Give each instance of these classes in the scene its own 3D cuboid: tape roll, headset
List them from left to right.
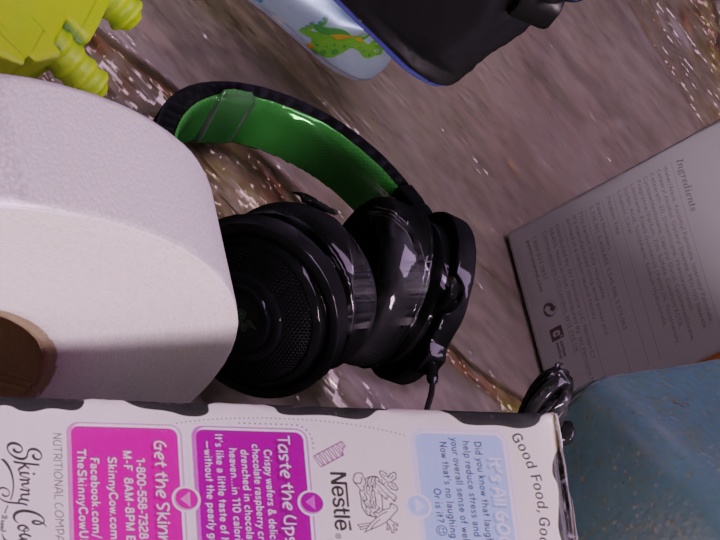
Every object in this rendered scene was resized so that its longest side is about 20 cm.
[{"bbox_3d":[-0.131,0.016,0.598,0.202,0.202,0.037,16,54,-49],"label":"tape roll"},{"bbox_3d":[0.000,0.000,0.871,0.123,0.094,0.200,-3,50,-45],"label":"headset"}]

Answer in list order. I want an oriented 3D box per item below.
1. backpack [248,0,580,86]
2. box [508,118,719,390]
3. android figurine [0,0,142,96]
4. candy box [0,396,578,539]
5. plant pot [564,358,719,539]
[{"bbox_3d":[0.006,-0.194,0.999,0.183,0.147,0.201,39,42,-30],"label":"backpack"},{"bbox_3d":[0.185,-0.004,1.060,0.124,0.199,0.098,15,54,-49],"label":"box"},{"bbox_3d":[-0.152,-0.140,0.836,0.200,0.041,0.182,46,35,-20],"label":"android figurine"},{"bbox_3d":[-0.058,0.090,0.620,0.199,0.137,0.061,2,58,-13],"label":"candy box"},{"bbox_3d":[0.124,0.145,0.881,0.195,0.196,0.201,-5,57,-56],"label":"plant pot"}]
